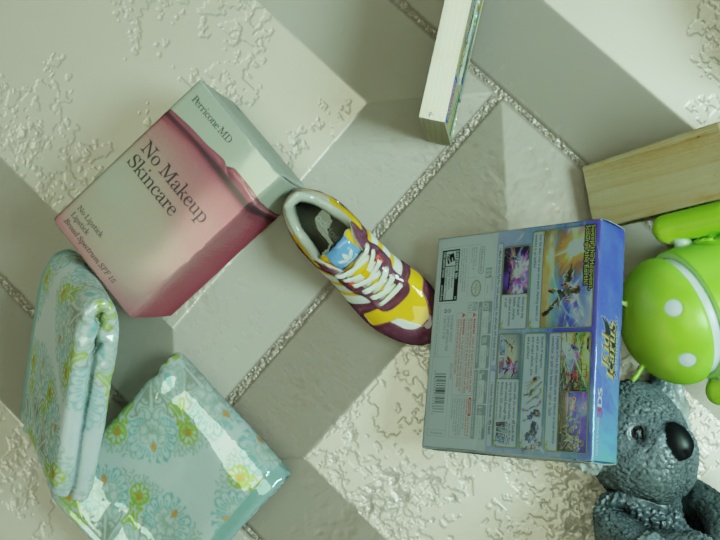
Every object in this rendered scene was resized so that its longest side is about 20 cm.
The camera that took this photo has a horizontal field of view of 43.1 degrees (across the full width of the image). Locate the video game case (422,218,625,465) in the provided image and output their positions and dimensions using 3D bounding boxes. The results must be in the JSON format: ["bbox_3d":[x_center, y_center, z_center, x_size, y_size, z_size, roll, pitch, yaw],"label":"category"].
[{"bbox_3d":[0.143,0.064,0.811,0.180,0.045,0.202,-6,74,46],"label":"video game case"}]

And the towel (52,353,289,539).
[{"bbox_3d":[-0.193,0.214,0.917,0.171,0.048,0.200,44,95,7],"label":"towel"}]

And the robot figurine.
[{"bbox_3d":[0.316,0.028,0.801,0.198,0.116,0.177,-18,92,-10],"label":"robot figurine"}]

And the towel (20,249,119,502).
[{"bbox_3d":[-0.280,0.097,0.878,0.048,0.171,0.202,4,105,-33],"label":"towel"}]

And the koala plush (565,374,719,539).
[{"bbox_3d":[0.257,0.189,0.807,0.176,0.184,0.202,-14,72,-18],"label":"koala plush"}]

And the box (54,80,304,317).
[{"bbox_3d":[-0.174,-0.065,0.897,0.200,0.109,0.128,-42,82,6],"label":"box"}]

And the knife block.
[{"bbox_3d":[0.303,-0.091,0.789,0.198,0.176,0.065,-11,85,9],"label":"knife block"}]

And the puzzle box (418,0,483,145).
[{"bbox_3d":[0.092,-0.225,0.847,0.025,0.133,0.202,13,91,9],"label":"puzzle box"}]

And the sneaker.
[{"bbox_3d":[0.000,0.000,0.877,0.200,0.090,0.075,41,95,7],"label":"sneaker"}]
